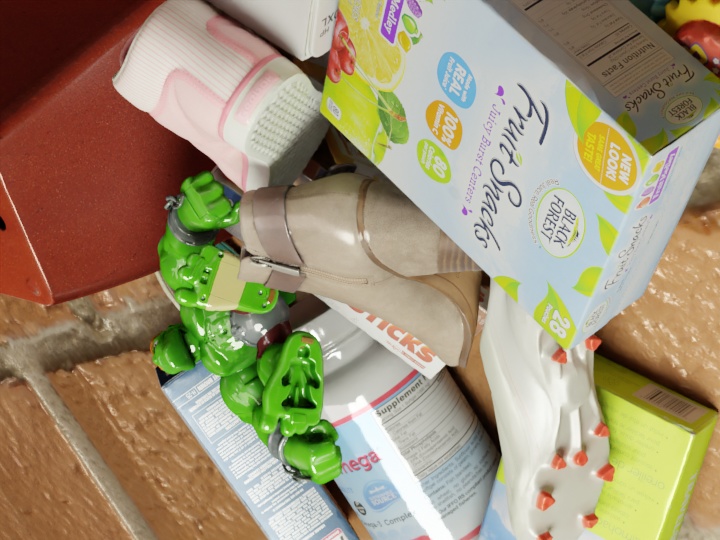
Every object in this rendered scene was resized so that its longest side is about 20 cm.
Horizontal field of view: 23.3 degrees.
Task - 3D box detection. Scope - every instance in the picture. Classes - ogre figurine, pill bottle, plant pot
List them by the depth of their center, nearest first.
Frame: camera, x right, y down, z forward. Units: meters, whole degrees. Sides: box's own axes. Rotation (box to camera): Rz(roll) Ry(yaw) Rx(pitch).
[{"bbox_3d":[-0.077,0.039,1.115,0.200,0.098,0.120,47,164,-14],"label":"ogre figurine"},{"bbox_3d":[0.020,0.106,1.217,0.109,0.109,0.200,-18,108,53],"label":"pill bottle"},{"bbox_3d":[-0.220,-0.086,1.236,0.199,0.176,0.200,11,130,40],"label":"plant pot"}]

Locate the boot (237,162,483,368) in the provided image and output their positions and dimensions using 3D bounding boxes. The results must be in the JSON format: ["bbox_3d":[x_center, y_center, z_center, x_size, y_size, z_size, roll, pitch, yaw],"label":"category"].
[{"bbox_3d":[0.000,0.000,1.039,0.146,0.070,0.200,4,151,2],"label":"boot"}]

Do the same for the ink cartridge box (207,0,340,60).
[{"bbox_3d":[-0.056,-0.223,0.960,0.200,0.145,0.084,34,142,19],"label":"ink cartridge box"}]

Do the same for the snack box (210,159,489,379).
[{"bbox_3d":[-0.010,-0.012,1.131,0.200,0.024,0.072,36,125,-10],"label":"snack box"}]

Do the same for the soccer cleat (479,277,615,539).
[{"bbox_3d":[0.110,0.080,1.061,0.078,0.069,0.201,33,133,51],"label":"soccer cleat"}]

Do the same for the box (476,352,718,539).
[{"bbox_3d":[0.143,0.158,1.126,0.122,0.048,0.201,27,116,27],"label":"box"}]

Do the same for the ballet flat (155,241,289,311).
[{"bbox_3d":[-0.083,0.044,1.310,0.200,0.067,0.062,41,154,12],"label":"ballet flat"}]

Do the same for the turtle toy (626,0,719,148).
[{"bbox_3d":[0.200,-0.125,0.813,0.200,0.101,0.146,-17,110,52],"label":"turtle toy"}]

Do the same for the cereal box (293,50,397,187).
[{"bbox_3d":[0.064,-0.063,1.044,0.200,0.040,0.144,24,155,29],"label":"cereal box"}]

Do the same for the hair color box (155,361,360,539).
[{"bbox_3d":[-0.080,0.148,1.373,0.200,0.060,0.100,56,176,-10],"label":"hair color box"}]

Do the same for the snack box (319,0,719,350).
[{"bbox_3d":[0.074,-0.084,0.874,0.200,0.068,0.169,44,151,20],"label":"snack box"}]

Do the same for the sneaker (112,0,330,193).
[{"bbox_3d":[-0.078,-0.101,0.995,0.105,0.075,0.200,33,176,9],"label":"sneaker"}]

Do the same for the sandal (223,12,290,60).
[{"bbox_3d":[-0.060,-0.118,1.141,0.054,0.082,0.201,1,119,20],"label":"sandal"}]
